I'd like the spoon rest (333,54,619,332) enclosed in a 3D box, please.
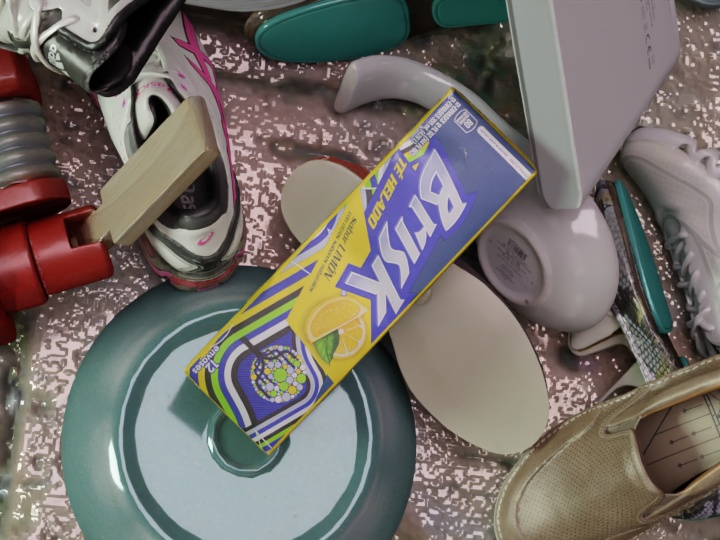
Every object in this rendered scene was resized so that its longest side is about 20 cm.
[{"bbox_3d":[0.073,-0.049,1.034,0.060,0.100,0.200,-32,70,-35],"label":"spoon rest"}]

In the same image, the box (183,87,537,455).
[{"bbox_3d":[0.000,0.000,0.955,0.064,0.070,0.200,43,90,-1],"label":"box"}]

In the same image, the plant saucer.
[{"bbox_3d":[-0.063,0.092,1.003,0.198,0.036,0.202,2,78,-10],"label":"plant saucer"}]

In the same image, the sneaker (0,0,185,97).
[{"bbox_3d":[-0.177,-0.131,0.894,0.199,0.076,0.116,-20,58,-12],"label":"sneaker"}]

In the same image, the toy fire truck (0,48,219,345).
[{"bbox_3d":[-0.177,-0.061,0.955,0.198,0.129,0.178,-15,80,-5],"label":"toy fire truck"}]

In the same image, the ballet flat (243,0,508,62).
[{"bbox_3d":[0.028,-0.168,1.062,0.198,0.068,0.068,-9,60,-5],"label":"ballet flat"}]

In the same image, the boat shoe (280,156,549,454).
[{"bbox_3d":[0.032,0.017,1.022,0.071,0.063,0.200,-43,88,3],"label":"boat shoe"}]

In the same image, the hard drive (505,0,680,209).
[{"bbox_3d":[0.131,-0.137,0.999,0.026,0.200,0.133,1,118,26],"label":"hard drive"}]

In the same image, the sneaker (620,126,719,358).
[{"bbox_3d":[0.212,0.003,1.055,0.081,0.075,0.200,-40,86,-6],"label":"sneaker"}]

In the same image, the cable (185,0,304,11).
[{"bbox_3d":[-0.070,-0.243,0.993,0.199,0.069,0.201,28,92,3],"label":"cable"}]

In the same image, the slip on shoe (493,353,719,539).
[{"bbox_3d":[0.151,0.102,0.977,0.199,0.060,0.077,-28,83,22],"label":"slip on shoe"}]

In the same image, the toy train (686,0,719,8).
[{"bbox_3d":[0.273,-0.196,1.105,0.198,0.085,0.115,24,63,-2],"label":"toy train"}]

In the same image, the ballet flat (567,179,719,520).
[{"bbox_3d":[0.156,0.049,1.038,0.071,0.072,0.202,-21,81,-13],"label":"ballet flat"}]

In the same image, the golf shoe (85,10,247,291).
[{"bbox_3d":[-0.108,-0.094,1.003,0.072,0.092,0.201,-19,73,-12],"label":"golf shoe"}]
